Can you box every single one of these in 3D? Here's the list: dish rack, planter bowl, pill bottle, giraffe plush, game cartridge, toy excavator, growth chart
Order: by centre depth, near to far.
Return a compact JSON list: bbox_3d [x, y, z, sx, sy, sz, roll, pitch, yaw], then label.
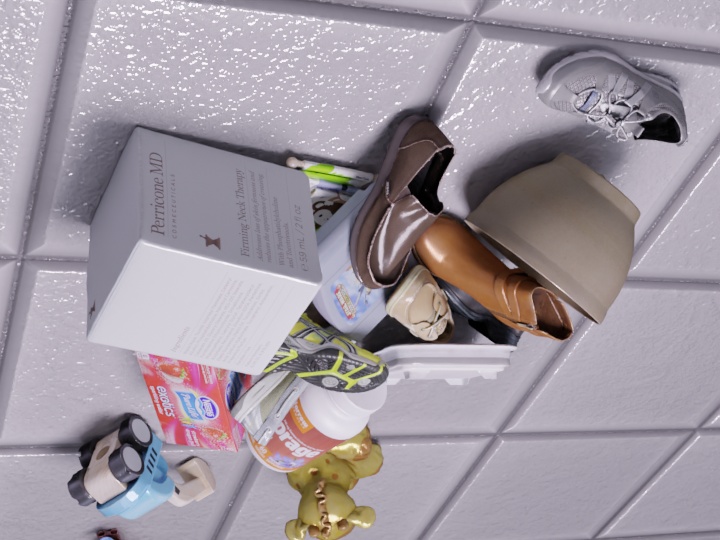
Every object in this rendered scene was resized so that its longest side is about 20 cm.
[{"bbox_3d":[0.240,-0.049,1.421,0.135,0.200,0.200,-51,138,1],"label":"planter bowl"},{"bbox_3d":[-0.053,-0.057,1.421,0.144,0.018,0.200,4,140,-27],"label":"growth chart"},{"bbox_3d":[0.000,0.000,1.426,0.133,0.041,0.200,-49,149,-15],"label":"game cartridge"},{"bbox_3d":[0.102,0.126,1.613,0.171,0.044,0.200,1,172,-13],"label":"dish rack"},{"bbox_3d":[-0.059,0.186,1.630,0.112,0.113,0.200,16,143,-36],"label":"pill bottle"},{"bbox_3d":[-0.292,0.294,1.703,0.100,0.195,0.200,-31,113,19],"label":"toy excavator"},{"bbox_3d":[-0.047,0.326,1.798,0.172,0.163,0.200,-30,142,19],"label":"giraffe plush"}]

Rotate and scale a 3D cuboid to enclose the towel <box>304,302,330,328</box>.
[{"bbox_3d":[-0.094,0.055,1.527,0.132,0.035,0.200,15,140,-35],"label":"towel"}]

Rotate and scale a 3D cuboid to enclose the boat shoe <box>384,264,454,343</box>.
[{"bbox_3d":[0.080,0.049,1.487,0.072,0.065,0.200,-50,163,-6],"label":"boat shoe"}]

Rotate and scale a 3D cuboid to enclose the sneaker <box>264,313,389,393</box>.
[{"bbox_3d":[-0.057,0.087,1.451,0.199,0.077,0.075,19,137,-13],"label":"sneaker"}]

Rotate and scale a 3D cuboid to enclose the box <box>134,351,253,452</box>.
[{"bbox_3d":[-0.199,0.127,1.500,0.099,0.096,0.200,6,139,11],"label":"box"}]

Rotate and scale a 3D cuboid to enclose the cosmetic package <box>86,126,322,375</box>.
[{"bbox_3d":[-0.169,-0.016,1.286,0.199,0.168,0.166,14,134,-25],"label":"cosmetic package"}]

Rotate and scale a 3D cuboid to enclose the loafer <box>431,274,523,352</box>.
[{"bbox_3d":[0.150,0.031,1.585,0.200,0.073,0.072,37,87,-41],"label":"loafer"}]

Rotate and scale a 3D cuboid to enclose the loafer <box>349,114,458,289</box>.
[{"bbox_3d":[0.048,-0.067,1.329,0.073,0.071,0.201,1,112,-45],"label":"loafer"}]

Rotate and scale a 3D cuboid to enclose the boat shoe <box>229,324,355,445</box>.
[{"bbox_3d":[-0.070,0.134,1.505,0.202,0.065,0.074,-38,171,-31],"label":"boat shoe"}]

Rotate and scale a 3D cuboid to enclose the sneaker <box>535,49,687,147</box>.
[{"bbox_3d":[0.284,-0.183,1.331,0.199,0.082,0.075,5,139,-27],"label":"sneaker"}]

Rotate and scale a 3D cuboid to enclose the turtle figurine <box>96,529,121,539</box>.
[{"bbox_3d":[-0.382,0.520,1.917,0.200,0.144,0.194,45,144,-5],"label":"turtle figurine"}]

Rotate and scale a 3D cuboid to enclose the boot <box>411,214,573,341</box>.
[{"bbox_3d":[0.159,0.008,1.449,0.200,0.155,0.074,35,88,-29],"label":"boot"}]
